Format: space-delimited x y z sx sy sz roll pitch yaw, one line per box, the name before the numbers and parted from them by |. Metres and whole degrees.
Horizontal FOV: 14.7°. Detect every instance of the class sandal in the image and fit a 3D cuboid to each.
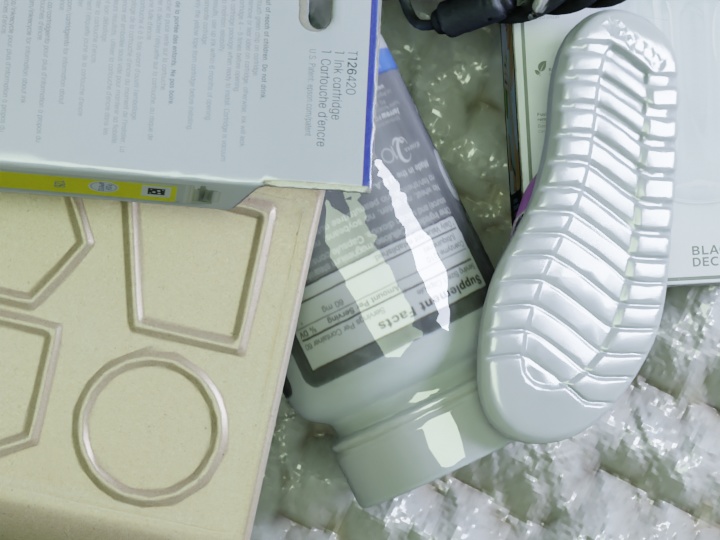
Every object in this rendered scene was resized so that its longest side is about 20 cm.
sandal | 0.100 -0.017 1.261 0.082 0.050 0.203 21 78 -16

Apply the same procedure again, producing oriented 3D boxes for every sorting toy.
sorting toy | -0.122 0.024 1.211 0.185 0.036 0.201 13 91 -5

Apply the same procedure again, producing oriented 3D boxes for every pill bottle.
pill bottle | 0.000 0.000 1.281 0.114 0.114 0.200 -25 90 -3

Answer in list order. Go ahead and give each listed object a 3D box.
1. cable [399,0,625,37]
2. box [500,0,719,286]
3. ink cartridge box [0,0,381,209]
cable | 0.055 -0.200 1.224 0.163 0.051 0.201 -3 114 31
box | 0.126 -0.091 1.315 0.116 0.060 0.201 -4 89 -2
ink cartridge box | -0.092 -0.127 1.187 0.199 0.047 0.198 6 71 -8
